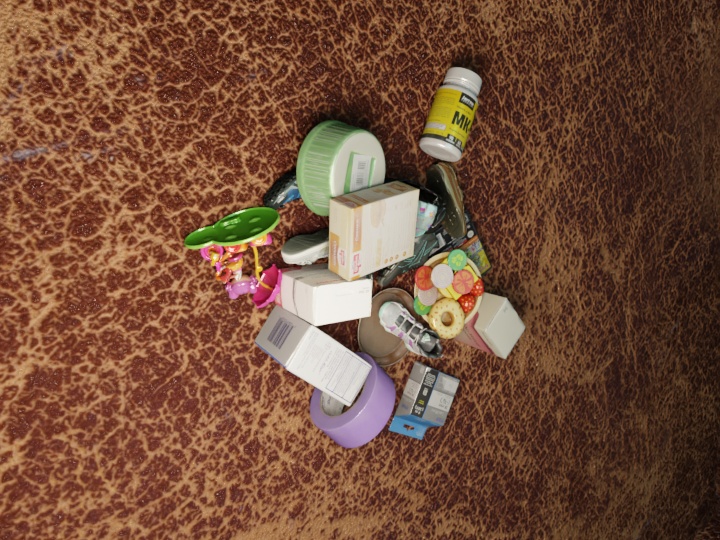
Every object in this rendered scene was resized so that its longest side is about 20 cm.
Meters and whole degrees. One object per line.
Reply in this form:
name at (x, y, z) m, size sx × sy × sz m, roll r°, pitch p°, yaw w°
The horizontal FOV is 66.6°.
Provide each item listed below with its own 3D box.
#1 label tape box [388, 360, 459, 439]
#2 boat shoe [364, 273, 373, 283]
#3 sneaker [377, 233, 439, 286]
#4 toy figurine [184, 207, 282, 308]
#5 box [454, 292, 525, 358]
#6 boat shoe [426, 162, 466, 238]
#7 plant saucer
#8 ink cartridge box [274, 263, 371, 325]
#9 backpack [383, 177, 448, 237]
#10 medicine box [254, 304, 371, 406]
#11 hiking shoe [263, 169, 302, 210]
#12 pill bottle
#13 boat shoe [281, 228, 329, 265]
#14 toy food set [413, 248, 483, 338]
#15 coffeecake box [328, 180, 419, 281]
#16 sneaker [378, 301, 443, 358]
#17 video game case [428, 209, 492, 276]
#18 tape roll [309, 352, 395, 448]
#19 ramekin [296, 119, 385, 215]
label tape box at (0.180, 0.373, 1.523) m, size 0.142 × 0.063 × 0.205 m, roll 25°, pitch 85°, yaw -35°
boat shoe at (0.000, 0.000, 1.324) m, size 0.067 × 0.070 × 0.207 m, roll 4°, pitch 89°, yaw -52°
sneaker at (0.124, -0.027, 1.381) m, size 0.200 × 0.075 × 0.079 m, roll -47°, pitch 109°, yaw -8°
toy figurine at (-0.240, -0.006, 1.132) m, size 0.194 × 0.151 × 0.189 m, roll -16°, pitch 120°, yaw -8°
box at (0.322, 0.136, 1.490) m, size 0.110 × 0.198 × 0.128 m, roll -50°, pitch 121°, yaw -15°
boat shoe at (0.241, -0.189, 1.437) m, size 0.073 × 0.075 × 0.205 m, roll -31°, pitch 107°, yaw -36°
plant saucer at (0.066, 0.144, 1.416) m, size 0.196 × 0.034 × 0.207 m, roll -9°, pitch 105°, yaw -34°
ink cartridge box at (-0.086, 0.047, 1.189) m, size 0.143 × 0.198 × 0.086 m, roll -6°, pitch 104°, yaw -32°
backpack at (0.087, -0.153, 1.301) m, size 0.195 × 0.166 × 0.130 m, roll 11°, pitch 99°, yaw -29°
medicine box at (-0.106, 0.186, 1.214) m, size 0.199 × 0.181 × 0.104 m, roll 39°, pitch 79°, yaw -33°
hiking shoe at (-0.122, -0.181, 1.195) m, size 0.199 × 0.074 × 0.088 m, roll -43°, pitch 119°, yaw -20°
pill bottle at (0.229, -0.390, 1.372) m, size 0.112 × 0.113 × 0.206 m, roll 20°, pitch 88°, yaw -35°
boat shoe at (-0.100, -0.044, 1.217) m, size 0.201 × 0.073 × 0.067 m, roll -28°, pitch 127°, yaw -56°
toy food set at (0.223, 0.053, 1.392) m, size 0.199 × 0.049 × 0.199 m, roll -41°, pitch 102°, yaw -6°
coffeecake box at (0.028, -0.087, 1.152) m, size 0.197 × 0.072 × 0.158 m, roll -21°, pitch 125°, yaw -39°
sneaker at (0.141, 0.154, 1.363) m, size 0.199 × 0.139 × 0.079 m, roll 41°, pitch 78°, yaw -33°
video game case at (0.255, -0.037, 1.491) m, size 0.198 × 0.025 × 0.184 m, roll -33°, pitch 103°, yaw -25°
tape roll at (-0.019, 0.302, 1.288) m, size 0.201 × 0.198 × 0.085 m, roll -52°, pitch 122°, yaw -14°
ramekin at (-0.034, -0.210, 1.165) m, size 0.197 × 0.096 × 0.206 m, roll -22°, pitch 120°, yaw -44°
